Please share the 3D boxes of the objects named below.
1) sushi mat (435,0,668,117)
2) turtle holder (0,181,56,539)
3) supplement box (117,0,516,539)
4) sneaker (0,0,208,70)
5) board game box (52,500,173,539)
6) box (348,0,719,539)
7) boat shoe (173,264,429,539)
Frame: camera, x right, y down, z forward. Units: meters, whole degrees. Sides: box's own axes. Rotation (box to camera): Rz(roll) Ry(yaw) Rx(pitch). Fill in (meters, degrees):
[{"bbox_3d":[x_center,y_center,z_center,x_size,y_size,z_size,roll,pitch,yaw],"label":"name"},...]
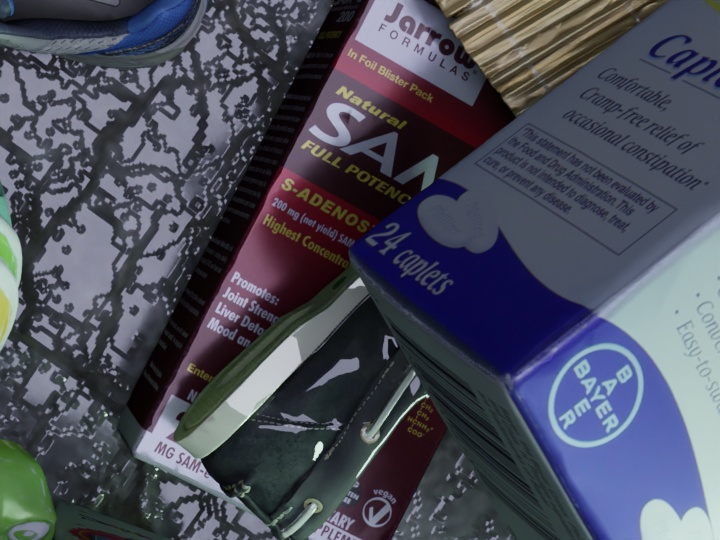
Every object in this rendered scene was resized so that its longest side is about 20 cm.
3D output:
[{"bbox_3d":[0.115,-0.143,0.744,0.199,0.012,0.096,-31,90,3],"label":"sushi mat"},{"bbox_3d":[-0.179,0.010,0.682,0.140,0.131,0.188,4,71,-35],"label":"turtle holder"},{"bbox_3d":[0.000,0.000,0.790,0.108,0.061,0.201,27,88,-14],"label":"supplement box"},{"bbox_3d":[-0.148,-0.116,0.732,0.198,0.085,0.078,3,95,-12],"label":"sneaker"},{"bbox_3d":[-0.112,0.194,0.719,0.064,0.148,0.202,20,88,-8],"label":"board game box"},{"bbox_3d":[0.131,0.019,0.638,0.199,0.105,0.185,-38,122,-10],"label":"box"},{"bbox_3d":[0.027,0.014,0.729,0.200,0.072,0.068,-42,96,3],"label":"boat shoe"}]
